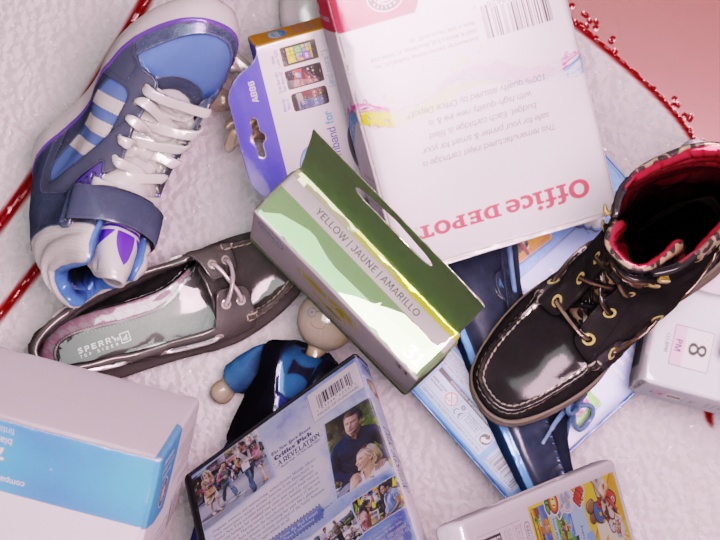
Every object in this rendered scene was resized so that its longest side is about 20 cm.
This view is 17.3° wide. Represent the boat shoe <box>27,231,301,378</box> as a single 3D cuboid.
[{"bbox_3d":[-0.124,0.027,1.552,0.199,0.057,0.067,-22,84,0],"label":"boat shoe"}]

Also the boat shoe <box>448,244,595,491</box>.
[{"bbox_3d":[0.108,0.070,1.491,0.068,0.084,0.201,-22,88,-3],"label":"boat shoe"}]

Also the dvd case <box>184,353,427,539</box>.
[{"bbox_3d":[-0.034,0.153,1.430,0.142,0.200,0.018,-36,126,13],"label":"dvd case"}]

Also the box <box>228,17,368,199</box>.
[{"bbox_3d":[0.015,-0.113,1.537,0.199,0.041,0.120,-15,108,-4],"label":"box"}]

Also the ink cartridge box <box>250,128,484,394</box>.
[{"bbox_3d":[0.000,0.000,1.421,0.048,0.200,0.146,-44,87,-8],"label":"ink cartridge box"}]

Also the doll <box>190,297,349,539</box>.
[{"bbox_3d":[-0.046,0.110,1.537,0.136,0.048,0.201,19,88,24],"label":"doll"}]

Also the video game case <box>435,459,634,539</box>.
[{"bbox_3d":[0.124,0.226,1.388,0.023,0.182,0.201,-17,88,35],"label":"video game case"}]

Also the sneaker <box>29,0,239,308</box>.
[{"bbox_3d":[-0.138,-0.062,1.495,0.200,0.080,0.147,-40,45,32],"label":"sneaker"}]

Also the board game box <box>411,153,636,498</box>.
[{"bbox_3d":[0.123,0.031,1.551,0.200,0.037,0.151,-42,85,-1],"label":"board game box"}]

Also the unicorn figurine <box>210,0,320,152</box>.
[{"bbox_3d":[-0.039,-0.180,1.568,0.136,0.074,0.201,1,100,-1],"label":"unicorn figurine"}]

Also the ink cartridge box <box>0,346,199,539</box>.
[{"bbox_3d":[-0.200,0.173,1.472,0.145,0.147,0.201,15,102,2],"label":"ink cartridge box"}]

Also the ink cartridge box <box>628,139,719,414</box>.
[{"bbox_3d":[0.284,0.020,1.516,0.199,0.057,0.164,13,78,-2],"label":"ink cartridge box"}]

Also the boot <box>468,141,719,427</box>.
[{"bbox_3d":[0.150,0.006,1.403,0.199,0.151,0.073,-34,76,-10],"label":"boot"}]

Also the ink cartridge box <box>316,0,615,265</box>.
[{"bbox_3d":[0.062,-0.117,1.475,0.147,0.086,0.201,-15,103,-6],"label":"ink cartridge box"}]
